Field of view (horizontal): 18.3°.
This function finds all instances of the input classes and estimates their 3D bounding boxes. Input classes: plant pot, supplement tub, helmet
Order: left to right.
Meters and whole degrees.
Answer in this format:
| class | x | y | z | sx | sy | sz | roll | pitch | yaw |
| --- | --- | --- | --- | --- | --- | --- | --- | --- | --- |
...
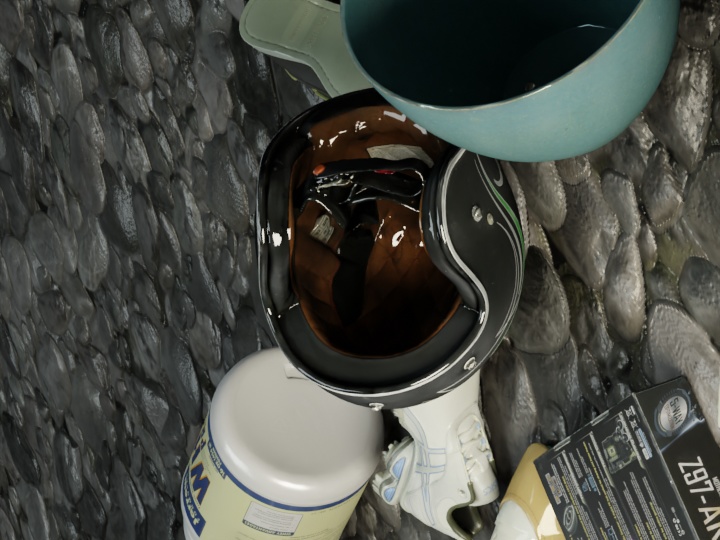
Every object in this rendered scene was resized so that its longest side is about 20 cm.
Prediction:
| class | x | y | z | sx | sy | sz | roll | pitch | yaw |
| --- | --- | --- | --- | --- | --- | --- | --- | --- | --- |
| supplement tub | -0.071 | 0.170 | 1.865 | 0.145 | 0.145 | 0.200 | 61 | 151 | 24 |
| helmet | 0.021 | -0.009 | 1.525 | 0.200 | 0.200 | 0.191 | 37 | 147 | 51 |
| plant pot | 0.105 | -0.142 | 1.322 | 0.200 | 0.200 | 0.135 | 49 | 179 | 40 |

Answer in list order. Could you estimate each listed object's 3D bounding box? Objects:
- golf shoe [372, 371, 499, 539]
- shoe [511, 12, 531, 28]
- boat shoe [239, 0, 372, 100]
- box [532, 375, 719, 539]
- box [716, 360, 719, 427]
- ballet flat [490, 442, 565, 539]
| class | x | y | z | sx | sy | sz | roll | pitch | yaw |
| --- | --- | --- | --- | --- | --- | --- | --- | --- | --- |
| golf shoe | 0.074 | 0.124 | 1.660 | 0.097 | 0.078 | 0.200 | 39 | 147 | 23 |
| shoe | 0.056 | -0.170 | 1.499 | 0.200 | 0.071 | 0.091 | -31 | 71 | 59 |
| boat shoe | -0.006 | -0.156 | 1.650 | 0.201 | 0.061 | 0.072 | 33 | 89 | 42 |
| box | 0.199 | 0.188 | 1.458 | 0.200 | 0.043 | 0.160 | 67 | 154 | 13 |
| box | 0.263 | -0.003 | 1.124 | 0.109 | 0.128 | 0.200 | 35 | 135 | 51 |
| ballet flat | 0.122 | 0.223 | 1.609 | 0.069 | 0.063 | 0.200 | 28 | 129 | 55 |
